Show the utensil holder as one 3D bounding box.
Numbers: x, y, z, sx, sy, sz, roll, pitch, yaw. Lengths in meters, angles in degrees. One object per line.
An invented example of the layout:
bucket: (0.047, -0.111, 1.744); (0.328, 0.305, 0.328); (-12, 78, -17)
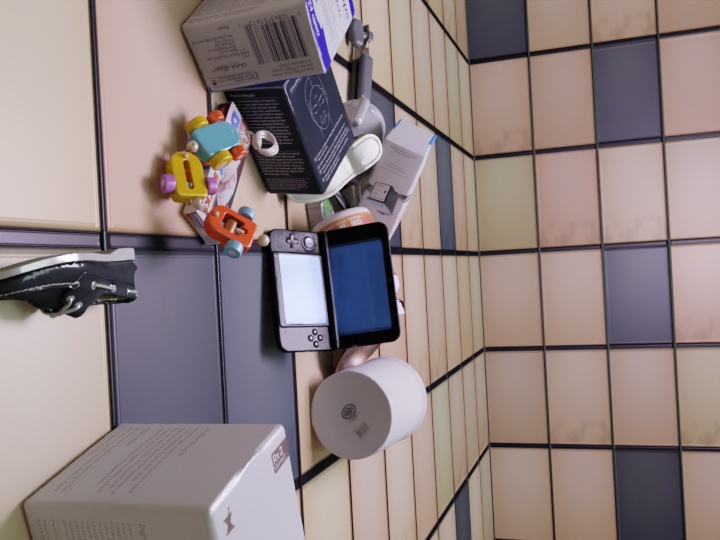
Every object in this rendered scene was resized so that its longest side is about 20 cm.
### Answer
utensil holder: (0.017, 0.253, 1.423); (0.200, 0.169, 0.171); (4, 83, -69)

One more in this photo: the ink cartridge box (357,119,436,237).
ink cartridge box: (0.061, -0.167, 1.449); (0.147, 0.085, 0.201); (-60, 173, -61)

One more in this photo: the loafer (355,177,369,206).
loafer: (0.023, -0.176, 1.625); (0.201, 0.069, 0.070); (-92, -165, -48)

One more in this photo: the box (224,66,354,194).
box: (-0.105, -0.241, 1.192); (0.201, 0.106, 0.149); (70, 34, -41)

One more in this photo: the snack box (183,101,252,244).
snack box: (-0.195, -0.138, 1.059); (0.072, 0.024, 0.201); (61, 32, -50)

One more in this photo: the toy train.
toy train: (-0.180, -0.109, 0.978); (0.150, 0.056, 0.201); (25, 52, -21)

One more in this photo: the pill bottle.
pill bottle: (0.000, 0.000, 1.331); (0.201, 0.112, 0.112); (66, 16, 10)

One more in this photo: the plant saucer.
plant saucer: (0.008, 0.125, 1.474); (0.200, 0.034, 0.200); (-44, 162, -18)

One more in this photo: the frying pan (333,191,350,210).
frying pan: (-0.065, -0.185, 1.389); (0.190, 0.031, 0.116); (33, 65, -50)

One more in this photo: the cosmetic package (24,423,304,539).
cosmetic package: (-0.182, 0.260, 0.755); (0.165, 0.199, 0.166); (-43, 127, -66)

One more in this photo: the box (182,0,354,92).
box: (-0.120, -0.354, 1.071); (0.201, 0.183, 0.105); (-73, 152, -46)

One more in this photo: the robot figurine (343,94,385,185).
robot figurine: (-0.014, -0.255, 1.491); (0.170, 0.112, 0.201); (111, -6, -50)

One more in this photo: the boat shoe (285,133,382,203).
boat shoe: (-0.054, -0.176, 1.325); (0.201, 0.060, 0.072); (-32, 113, -23)

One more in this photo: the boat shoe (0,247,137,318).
boat shoe: (-0.272, 0.015, 0.723); (0.200, 0.075, 0.061); (-18, 98, -71)

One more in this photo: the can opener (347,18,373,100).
can opener: (-0.010, -0.454, 1.665); (0.067, 0.053, 0.201); (16, 68, -37)

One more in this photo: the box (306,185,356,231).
box: (-0.047, -0.082, 1.489); (0.200, 0.036, 0.145); (-46, 131, -67)

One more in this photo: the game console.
game console: (-0.045, 0.023, 1.221); (0.175, 0.116, 0.201); (3, 75, -43)
